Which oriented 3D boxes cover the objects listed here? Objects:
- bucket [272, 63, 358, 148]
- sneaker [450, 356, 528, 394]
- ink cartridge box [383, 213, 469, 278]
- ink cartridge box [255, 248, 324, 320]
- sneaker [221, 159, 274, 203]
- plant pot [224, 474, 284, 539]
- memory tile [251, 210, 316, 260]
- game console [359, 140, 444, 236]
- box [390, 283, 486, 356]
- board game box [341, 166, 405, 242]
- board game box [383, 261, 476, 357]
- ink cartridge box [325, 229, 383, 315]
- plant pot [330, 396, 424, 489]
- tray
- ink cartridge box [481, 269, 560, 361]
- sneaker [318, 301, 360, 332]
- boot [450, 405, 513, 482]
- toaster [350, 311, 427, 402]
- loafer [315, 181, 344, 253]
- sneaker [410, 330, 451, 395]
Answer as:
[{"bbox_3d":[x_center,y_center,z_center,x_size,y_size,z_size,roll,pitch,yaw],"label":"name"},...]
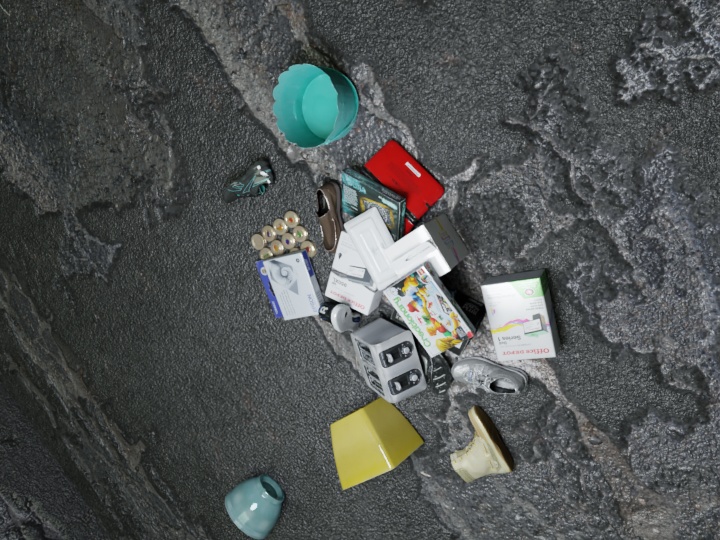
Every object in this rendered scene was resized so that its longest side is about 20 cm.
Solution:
[{"bbox_3d":[-0.111,-0.423,1.344,0.205,0.135,0.209,8,109,25],"label":"bucket"},{"bbox_3d":[0.329,0.277,1.355,0.198,0.082,0.075,2,106,26],"label":"sneaker"},{"bbox_3d":[0.160,-0.041,1.280,0.128,0.200,0.126,-33,89,31],"label":"ink cartridge box"},{"bbox_3d":[-0.221,0.050,1.581,0.199,0.041,0.201,-12,104,28],"label":"ink cartridge box"},{"bbox_3d":[-0.335,-0.246,1.546,0.199,0.075,0.080,-31,92,31],"label":"sneaker"},{"bbox_3d":[-0.349,0.801,1.809,0.200,0.200,0.134,44,92,9],"label":"plant pot"},{"bbox_3d":[-0.235,-0.078,1.577,0.199,0.017,0.154,-28,91,31],"label":"memory tile"},{"bbox_3d":[0.094,-0.205,1.372,0.172,0.119,0.200,-44,82,-2],"label":"game console"},{"bbox_3d":[0.203,0.107,1.324,0.199,0.164,0.087,28,116,18],"label":"box"},{"bbox_3d":[0.031,-0.171,1.354,0.199,0.028,0.136,34,144,28],"label":"board game box"},{"bbox_3d":[0.160,0.093,1.214,0.126,0.035,0.201,-34,95,31],"label":"board game box"},{"bbox_3d":[0.000,0.000,1.440,0.144,0.084,0.202,24,114,18],"label":"ink cartridge box"},{"bbox_3d":[0.030,0.486,1.517,0.199,0.199,0.177,-35,76,30],"label":"plant pot"},{"bbox_3d":[0.040,-0.052,1.346,0.107,0.022,0.201,-27,94,27],"label":"tray"},{"bbox_3d":[0.393,0.112,1.273,0.144,0.084,0.202,-10,101,29],"label":"ink cartridge box"},{"bbox_3d":[-0.079,0.124,1.456,0.111,0.200,0.074,18,82,20],"label":"sneaker"},{"bbox_3d":[0.308,0.482,1.432,0.155,0.073,0.201,-29,96,28],"label":"boot"},{"bbox_3d":[0.072,0.234,1.415,0.200,0.118,0.182,20,130,64],"label":"toaster"},{"bbox_3d":[-0.096,-0.144,1.448,0.073,0.071,0.202,4,104,45],"label":"loafer"},{"bbox_3d":[0.190,0.243,1.424,0.073,0.079,0.202,-22,91,-7],"label":"sneaker"}]
